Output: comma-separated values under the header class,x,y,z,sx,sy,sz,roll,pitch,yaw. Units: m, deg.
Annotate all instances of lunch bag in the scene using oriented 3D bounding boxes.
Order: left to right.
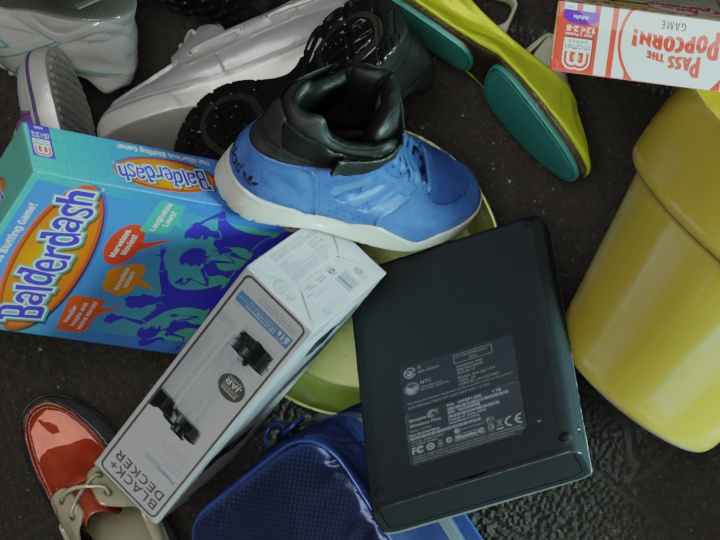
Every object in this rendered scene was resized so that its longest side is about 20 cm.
class,x,y,z,sx,sy,sz,roll,pitch,yaw
lunch bag,-0.007,0.186,1.657,0.136,0.132,0.201,-36,83,24

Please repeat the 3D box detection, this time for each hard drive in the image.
class,x,y,z,sx,sy,sz,roll,pitch,yaw
hard drive,0.067,0.063,1.606,0.139,0.033,0.201,-18,47,13

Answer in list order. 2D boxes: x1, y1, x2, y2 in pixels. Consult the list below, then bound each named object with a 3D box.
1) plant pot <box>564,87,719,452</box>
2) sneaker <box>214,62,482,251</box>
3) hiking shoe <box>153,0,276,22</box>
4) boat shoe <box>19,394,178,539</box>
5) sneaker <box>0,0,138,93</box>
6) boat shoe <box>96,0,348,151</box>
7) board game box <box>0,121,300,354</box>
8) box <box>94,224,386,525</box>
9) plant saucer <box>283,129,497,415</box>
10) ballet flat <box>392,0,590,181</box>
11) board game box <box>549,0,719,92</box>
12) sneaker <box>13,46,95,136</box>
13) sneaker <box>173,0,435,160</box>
class,x,y,z,sx,sy,sz,roll,pitch,yaw
plant pot,0.233,0.006,1.615,0.201,0.201,0.189,40,107,6
sneaker,0.015,-0.076,1.602,0.199,0.111,0.077,8,53,-32
hiking shoe,-0.134,-0.240,1.704,0.199,0.076,0.101,21,72,17
boat shoe,-0.172,0.171,1.710,0.071,0.063,0.201,-33,84,6
sneaker,-0.242,-0.165,1.725,0.199,0.071,0.081,13,134,22
boat shoe,-0.091,-0.139,1.713,0.199,0.072,0.069,-23,65,11
board game box,-0.157,-0.016,1.619,0.152,0.199,0.045,-52,41,38
box,-0.080,0.065,1.637,0.060,0.117,0.200,42,123,6
plant saucer,0.000,0.000,1.713,0.199,0.031,0.202,0,88,7
ballet flat,0.096,-0.149,1.695,0.200,0.067,0.067,42,72,8
board game box,0.204,-0.154,1.609,0.150,0.200,0.047,8,103,7
sneaker,-0.234,-0.050,1.698,0.113,0.073,0.202,-4,108,12
sneaker,-0.035,-0.098,1.665,0.199,0.091,0.076,-29,56,19
